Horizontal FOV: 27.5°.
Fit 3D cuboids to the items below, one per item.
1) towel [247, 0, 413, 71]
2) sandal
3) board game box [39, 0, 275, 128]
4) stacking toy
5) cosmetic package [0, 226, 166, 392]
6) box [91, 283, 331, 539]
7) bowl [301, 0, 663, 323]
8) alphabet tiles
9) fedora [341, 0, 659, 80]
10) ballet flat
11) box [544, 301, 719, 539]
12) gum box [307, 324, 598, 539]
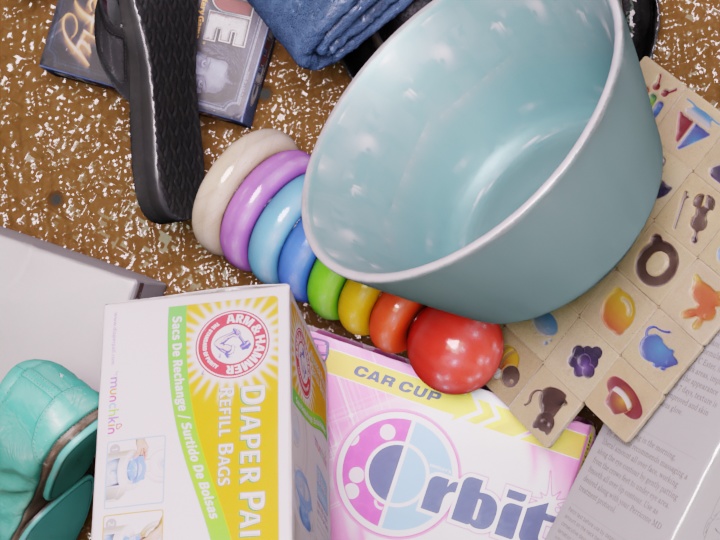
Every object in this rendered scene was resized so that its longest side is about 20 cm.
[{"bbox_3d":[-0.044,-0.218,0.841,0.112,0.049,0.200,-40,70,15],"label":"towel"},{"bbox_3d":[-0.130,-0.128,0.865,0.048,0.075,0.201,-3,87,23],"label":"sandal"},{"bbox_3d":[-0.106,-0.203,0.916,0.135,0.035,0.201,15,89,6],"label":"board game box"},{"bbox_3d":[0.000,0.000,0.847,0.200,0.085,0.086,34,91,23],"label":"stacking toy"},{"bbox_3d":[-0.231,0.024,0.895,0.199,0.090,0.107,20,91,3],"label":"cosmetic package"},{"bbox_3d":[-0.073,0.121,0.759,0.101,0.113,0.201,-6,61,8],"label":"box"},{"bbox_3d":[0.077,-0.052,0.765,0.201,0.201,0.105,-47,124,2],"label":"bowl"},{"bbox_3d":[0.131,-0.010,0.811,0.166,0.006,0.200,45,107,32],"label":"alphabet tiles"},{"bbox_3d":[0.078,-0.159,0.866,0.200,0.092,0.202,0,88,6],"label":"fedora"},{"bbox_3d":[-0.186,0.109,0.830,0.070,0.200,0.067,44,53,13],"label":"ballet flat"},{"bbox_3d":[0.222,0.109,0.807,0.152,0.106,0.201,28,90,-22],"label":"box"},{"bbox_3d":[0.034,0.115,0.872,0.199,0.066,0.114,18,90,6],"label":"gum box"}]
